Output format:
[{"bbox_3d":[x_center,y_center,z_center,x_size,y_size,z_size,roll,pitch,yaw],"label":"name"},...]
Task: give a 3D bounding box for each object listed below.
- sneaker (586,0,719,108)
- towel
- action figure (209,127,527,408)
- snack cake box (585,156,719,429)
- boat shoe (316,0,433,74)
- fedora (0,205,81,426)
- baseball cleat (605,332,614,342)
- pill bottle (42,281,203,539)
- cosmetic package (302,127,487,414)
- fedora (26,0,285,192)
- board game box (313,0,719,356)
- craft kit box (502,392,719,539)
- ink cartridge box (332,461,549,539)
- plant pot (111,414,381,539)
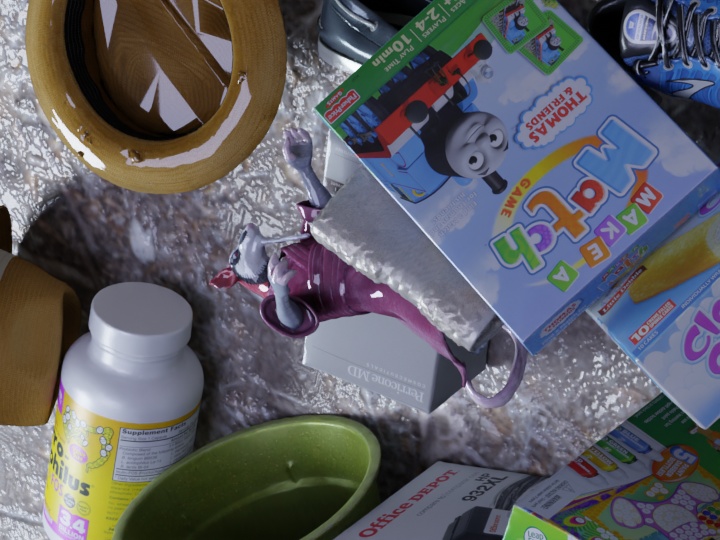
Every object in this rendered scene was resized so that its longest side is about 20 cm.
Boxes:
[{"bbox_3d":[0.196,-0.126,1.568,0.200,0.089,0.079,13,92,61],"label":"sneaker"},{"bbox_3d":[0.077,-0.060,1.642,0.133,0.200,0.034,35,165,20],"label":"towel"},{"bbox_3d":[0.000,0.000,1.724,0.200,0.134,0.149,-4,136,32],"label":"action figure"},{"bbox_3d":[0.229,-0.016,1.561,0.200,0.115,0.067,-45,113,3],"label":"snack cake box"},{"bbox_3d":[0.054,-0.144,1.729,0.200,0.073,0.062,21,125,33],"label":"boat shoe"},{"bbox_3d":[-0.253,0.053,1.995,0.082,0.201,0.201,11,120,3],"label":"fedora"},{"bbox_3d":[0.223,0.026,1.659,0.200,0.106,0.070,13,131,37],"label":"baseball cleat"},{"bbox_3d":[-0.171,0.111,1.988,0.104,0.104,0.200,26,123,25],"label":"pill bottle"},{"bbox_3d":[0.032,-0.019,1.792,0.107,0.090,0.200,19,118,25],"label":"cosmetic package"},{"bbox_3d":[-0.126,-0.151,1.823,0.200,0.082,0.201,1,92,21],"label":"fedora"},{"bbox_3d":[0.091,-0.073,1.592,0.151,0.037,0.200,-42,67,1],"label":"board game box"},{"bbox_3d":[0.219,0.165,1.664,0.197,0.200,0.049,30,124,22],"label":"craft kit box"},{"bbox_3d":[0.101,0.200,1.801,0.200,0.145,0.084,5,113,34],"label":"ink cartridge box"},{"bbox_3d":[-0.048,0.235,1.917,0.200,0.200,0.190,-3,120,37],"label":"plant pot"}]
